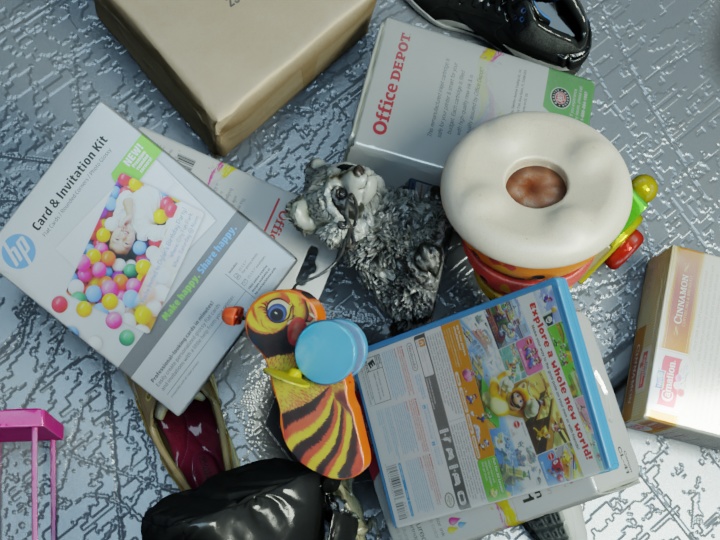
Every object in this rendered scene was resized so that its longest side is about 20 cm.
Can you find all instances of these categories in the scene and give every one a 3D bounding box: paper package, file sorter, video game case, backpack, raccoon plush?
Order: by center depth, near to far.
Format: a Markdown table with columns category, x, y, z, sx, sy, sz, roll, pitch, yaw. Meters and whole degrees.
| category | x | y | z | sx | sy | sz | roll | pitch | yaw |
| --- | --- | --- | --- | --- | --- | --- | --- | --- | --- |
| video game case | 0.089 | 0.104 | 1.026 | 0.198 | 0.018 | 0.145 | -22 | 77 | 34 |
| backpack | -0.086 | 0.259 | 1.036 | 0.165 | 0.126 | 0.203 | -16 | 104 | -35 |
| file sorter | -0.338 | 0.179 | 1.046 | 0.197 | 0.139 | 0.128 | -1 | 79 | -7 |
| raccoon plush | 0.000 | 0.000 | 1.104 | 0.132 | 0.097 | 0.202 | 14 | 121 | 5 |
| paper package | -0.111 | -0.238 | 1.181 | 0.200 | 0.104 | 0.191 | -41 | 85 | -12 |

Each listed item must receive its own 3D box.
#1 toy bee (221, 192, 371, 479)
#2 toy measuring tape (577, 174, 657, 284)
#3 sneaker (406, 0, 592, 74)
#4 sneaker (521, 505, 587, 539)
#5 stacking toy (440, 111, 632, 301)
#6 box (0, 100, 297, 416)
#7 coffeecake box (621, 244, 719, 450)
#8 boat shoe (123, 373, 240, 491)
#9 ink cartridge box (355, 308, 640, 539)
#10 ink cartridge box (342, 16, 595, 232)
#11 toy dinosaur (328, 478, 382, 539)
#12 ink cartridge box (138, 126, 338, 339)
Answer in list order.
| category | x | y | z | sx | sy | sz | roll | pitch | yaw |
| --- | --- | --- | --- | --- | --- | --- | --- | --- | --- |
| toy bee | -0.048 | 0.057 | 1.024 | 0.107 | 0.131 | 0.203 | -4 | 68 | 10 |
| toy measuring tape | 0.189 | -0.009 | 1.199 | 0.074 | 0.074 | 0.200 | 44 | 99 | 4 |
| sneaker | 0.124 | -0.250 | 1.205 | 0.198 | 0.112 | 0.074 | 32 | 75 | 1 |
| sneaker | 0.164 | 0.143 | 1.149 | 0.086 | 0.074 | 0.203 | -12 | 86 | -28 |
| stacking toy | 0.136 | -0.013 | 1.076 | 0.144 | 0.201 | 0.148 | -2 | 53 | 2 |
| box | -0.172 | -0.010 | 1.066 | 0.199 | 0.041 | 0.157 | 39 | 89 | 0 |
| coffeecake box | 0.342 | 0.081 | 1.180 | 0.197 | 0.073 | 0.156 | 14 | 77 | -4 |
| boat shoe | -0.149 | 0.108 | 1.119 | 0.073 | 0.066 | 0.202 | -26 | 80 | -10 |
| ink cartridge box | 0.102 | 0.133 | 1.080 | 0.085 | 0.199 | 0.150 | -3 | 71 | -53 |
| ink cartridge box | 0.090 | -0.116 | 1.169 | 0.197 | 0.088 | 0.147 | 17 | 59 | -4 |
| toy dinosaur | -0.021 | 0.174 | 1.110 | 0.047 | 0.088 | 0.202 | -24 | 82 | -8 |
| ink cartridge box | -0.122 | -0.023 | 1.140 | 0.198 | 0.068 | 0.116 | 24 | 64 | -1 |
